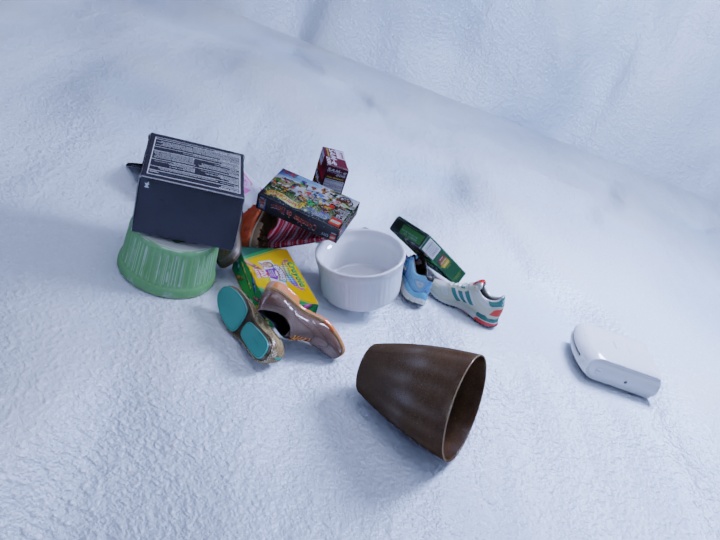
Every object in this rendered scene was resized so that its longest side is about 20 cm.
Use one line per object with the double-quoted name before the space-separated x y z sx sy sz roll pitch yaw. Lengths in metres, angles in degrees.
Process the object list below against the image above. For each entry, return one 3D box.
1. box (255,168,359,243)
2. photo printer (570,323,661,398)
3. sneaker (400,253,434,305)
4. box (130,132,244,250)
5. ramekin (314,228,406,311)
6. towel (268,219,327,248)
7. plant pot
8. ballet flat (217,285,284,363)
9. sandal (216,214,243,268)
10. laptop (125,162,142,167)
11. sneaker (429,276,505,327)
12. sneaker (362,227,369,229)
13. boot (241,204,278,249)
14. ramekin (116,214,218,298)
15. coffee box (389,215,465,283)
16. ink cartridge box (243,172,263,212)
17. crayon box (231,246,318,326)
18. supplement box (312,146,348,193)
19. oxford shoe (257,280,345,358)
"box" -0.114 -0.145 1.591 0.196 0.038 0.137 24 36 7
"photo printer" 0.595 0.207 1.715 0.195 0.071 0.167 19 28 -6
"sneaker" 0.125 -0.008 1.718 0.077 0.091 0.201 17 28 -36
"box" -0.331 -0.154 1.408 0.195 0.125 0.200 11 29 -16
"ramekin" 0.000 0.000 1.569 0.195 0.100 0.202 0 33 0
"towel" -0.135 -0.097 1.648 0.195 0.023 0.146 -8 29 21
"plant pot" 0.096 0.207 1.274 0.196 0.192 0.186 17 24 25
"ballet flat" -0.204 0.105 1.347 0.065 0.071 0.201 30 16 -51
"sandal" -0.293 -0.093 1.529 0.054 0.081 0.203 38 32 -40
"laptop" -0.449 -0.198 1.738 0.174 0.106 0.198 -1 10 -37
"sneaker" 0.255 0.049 1.721 0.197 0.095 0.070 31 29 15
"sneaker" 0.025 -0.021 1.706 0.081 0.075 0.200 -13 43 -33
"boot" -0.246 -0.114 1.623 0.104 0.076 0.202 2 42 15
"ramekin" -0.373 -0.044 1.428 0.195 0.099 0.201 17 29 -9
"coffee box" 0.166 -0.046 1.760 0.122 0.044 0.199 37 -2 43
"ink cartridge box" -0.318 -0.205 1.728 0.200 0.043 0.198 43 23 -20
"crayon box" -0.177 0.032 1.479 0.116 0.059 0.201 3 34 -31
"supplement box" -0.089 -0.183 1.761 0.059 0.204 0.110 11 28 -16
"oxford shoe" -0.113 0.111 1.356 0.199 0.071 0.074 40 48 -15
